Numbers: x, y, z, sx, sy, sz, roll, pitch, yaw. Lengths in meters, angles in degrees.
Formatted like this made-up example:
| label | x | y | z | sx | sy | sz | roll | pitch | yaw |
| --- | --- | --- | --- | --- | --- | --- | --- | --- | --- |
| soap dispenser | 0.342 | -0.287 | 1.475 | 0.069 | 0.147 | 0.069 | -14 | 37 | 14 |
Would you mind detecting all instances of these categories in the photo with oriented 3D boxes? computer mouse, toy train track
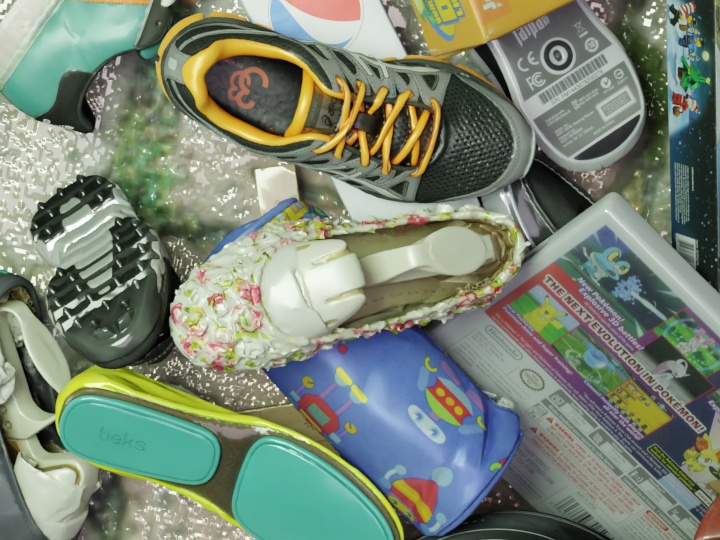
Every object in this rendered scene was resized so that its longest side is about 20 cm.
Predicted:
| label | x | y | z | sx | sy | sz | roll | pitch | yaw |
| --- | --- | --- | --- | --- | --- | --- | --- | --- | --- |
| computer mouse | 0.082 | -0.142 | 1.087 | 0.110 | 0.044 | 0.200 | -32 | 98 | -10 |
| toy train track | -0.032 | 0.040 | 1.125 | 0.114 | 0.033 | 0.200 | -9 | 94 | 2 |

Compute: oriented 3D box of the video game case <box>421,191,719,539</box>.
| label | x | y | z | sx | sy | sz | roll | pitch | yaw |
| --- | --- | --- | --- | --- | --- | --- | --- | --- | --- |
| video game case | 0.142 | 0.073 | 1.092 | 0.200 | 0.023 | 0.182 | 44 | 130 | -10 |

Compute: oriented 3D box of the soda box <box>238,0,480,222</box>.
| label | x | y | z | sx | sy | sz | roll | pitch | yaw |
| --- | --- | --- | --- | --- | --- | --- | --- | --- | --- |
| soda box | -0.010 | -0.111 | 1.080 | 0.068 | 0.064 | 0.200 | -27 | 100 | 2 |

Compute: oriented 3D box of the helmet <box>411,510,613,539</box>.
| label | x | y | z | sx | sy | sz | roll | pitch | yaw |
| --- | --- | --- | --- | --- | --- | --- | --- | --- | --- |
| helmet | 0.077 | 0.225 | 1.082 | 0.200 | 0.191 | 0.200 | -28 | 137 | -29 |

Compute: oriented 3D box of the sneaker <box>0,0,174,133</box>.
| label | x | y | z | sx | sy | sz | roll | pitch | yaw |
| --- | --- | --- | --- | --- | --- | --- | --- | --- | --- |
| sneaker | -0.120 | -0.163 | 1.066 | 0.080 | 0.071 | 0.200 | 36 | 103 | -11 |

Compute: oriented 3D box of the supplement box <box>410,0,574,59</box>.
| label | x | y | z | sx | sy | sz | roll | pitch | yaw |
| --- | --- | --- | --- | --- | --- | --- | --- | --- | --- |
| supplement box | 0.117 | -0.180 | 1.036 | 0.200 | 0.069 | 0.067 | -29 | 102 | -19 |

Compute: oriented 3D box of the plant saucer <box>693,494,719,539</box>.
| label | x | y | z | sx | sy | sz | roll | pitch | yaw |
| --- | --- | --- | --- | --- | --- | --- | --- | --- | --- |
| plant saucer | 0.270 | 0.160 | 1.104 | 0.199 | 0.200 | 0.037 | -9 | 57 | -1 |

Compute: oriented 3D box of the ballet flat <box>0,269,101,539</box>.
| label | x | y | z | sx | sy | sz | roll | pitch | yaw |
| --- | --- | --- | --- | --- | --- | --- | --- | --- | --- |
| ballet flat | -0.182 | 0.092 | 1.102 | 0.073 | 0.073 | 0.200 | -13 | 99 | 0 |

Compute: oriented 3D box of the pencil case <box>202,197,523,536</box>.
| label | x | y | z | sx | sy | sz | roll | pitch | yaw |
| --- | --- | --- | --- | --- | --- | --- | --- | --- | --- |
| pencil case | 0.003 | 0.049 | 1.068 | 0.200 | 0.078 | 0.087 | 46 | 67 | -1 |

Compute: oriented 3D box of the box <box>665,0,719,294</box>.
| label | x | y | z | sx | sy | sz | roll | pitch | yaw |
| --- | --- | --- | --- | --- | --- | --- | --- | --- | --- |
| box | 0.224 | -0.101 | 1.056 | 0.136 | 0.038 | 0.200 | -18 | 114 | -31 |

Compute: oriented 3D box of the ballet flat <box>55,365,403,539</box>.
| label | x | y | z | sx | sy | sz | roll | pitch | yaw |
| --- | --- | --- | --- | --- | --- | --- | --- | --- | --- |
| ballet flat | -0.066 | 0.100 | 1.076 | 0.200 | 0.067 | 0.067 | 23 | 108 | 0 |

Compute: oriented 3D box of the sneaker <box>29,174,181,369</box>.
| label | x | y | z | sx | sy | sz | roll | pitch | yaw |
| --- | --- | --- | --- | --- | --- | --- | --- | --- | --- |
| sneaker | -0.119 | 0.016 | 1.039 | 0.066 | 0.200 | 0.091 | -34 | 114 | -2 |

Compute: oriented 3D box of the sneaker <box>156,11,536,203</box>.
| label | x | y | z | sx | sy | sz | roll | pitch | yaw |
| --- | --- | --- | --- | --- | --- | --- | --- | --- | --- |
| sneaker | -0.008 | -0.077 | 1.016 | 0.200 | 0.077 | 0.078 | 12 | 99 | -5 |

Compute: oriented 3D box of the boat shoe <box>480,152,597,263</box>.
| label | x | y | z | sx | sy | sz | roll | pitch | yaw |
| --- | --- | --- | --- | --- | --- | --- | --- | --- | --- |
| boat shoe | 0.145 | 0.006 | 1.093 | 0.066 | 0.070 | 0.200 | -27 | 106 | 39 |

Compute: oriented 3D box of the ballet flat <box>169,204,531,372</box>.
| label | x | y | z | sx | sy | sz | roll | pitch | yaw |
| --- | --- | --- | --- | --- | --- | --- | --- | --- | --- |
| ballet flat | 0.000 | 0.000 | 1.001 | 0.200 | 0.064 | 0.076 | -16 | 87 | -32 |
